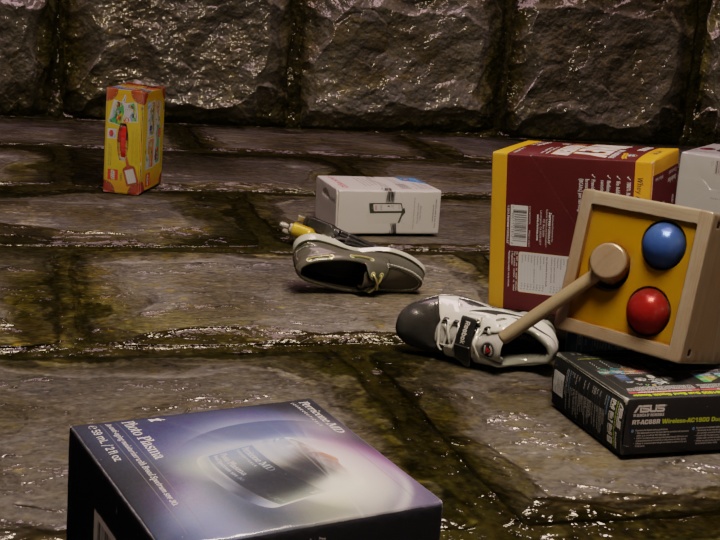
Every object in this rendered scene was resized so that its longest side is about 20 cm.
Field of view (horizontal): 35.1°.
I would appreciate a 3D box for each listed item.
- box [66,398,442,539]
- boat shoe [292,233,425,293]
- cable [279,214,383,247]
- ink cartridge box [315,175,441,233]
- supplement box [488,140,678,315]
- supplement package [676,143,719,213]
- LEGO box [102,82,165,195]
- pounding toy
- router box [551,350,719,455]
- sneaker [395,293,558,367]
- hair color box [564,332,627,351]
[{"bbox_3d":[-0.080,0.182,0.780,0.197,0.124,0.200,-2,16,-30],"label":"box"},{"bbox_3d":[-0.001,0.002,1.630,0.200,0.072,0.061,12,41,-14],"label":"boat shoe"},{"bbox_3d":[-0.036,-0.045,1.899,0.199,0.051,0.097,24,3,21],"label":"cable"},{"bbox_3d":[0.029,-0.120,2.078,0.198,0.085,0.146,-1,15,-18],"label":"ink cartridge box"},{"bbox_3d":[0.277,-0.053,1.412,0.198,0.199,0.133,7,15,27],"label":"supplement box"},{"bbox_3d":[0.801,-0.180,2.433,0.190,0.149,0.199,14,18,33],"label":"supplement package"},{"bbox_3d":[-0.447,-0.263,2.253,0.076,0.202,0.149,7,13,6],"label":"LEGO box"},{"bbox_3d":[0.283,0.014,1.232,0.199,0.186,0.142,16,6,41],"label":"pounding toy"},{"bbox_3d":[0.325,0.135,1.210,0.198,0.063,0.150,0,14,-19],"label":"router box"},{"bbox_3d":[0.140,0.076,1.363,0.198,0.075,0.089,5,12,2],"label":"sneaker"},{"bbox_3d":[0.367,0.078,1.452,0.198,0.061,0.100,7,15,15],"label":"hair color box"}]
